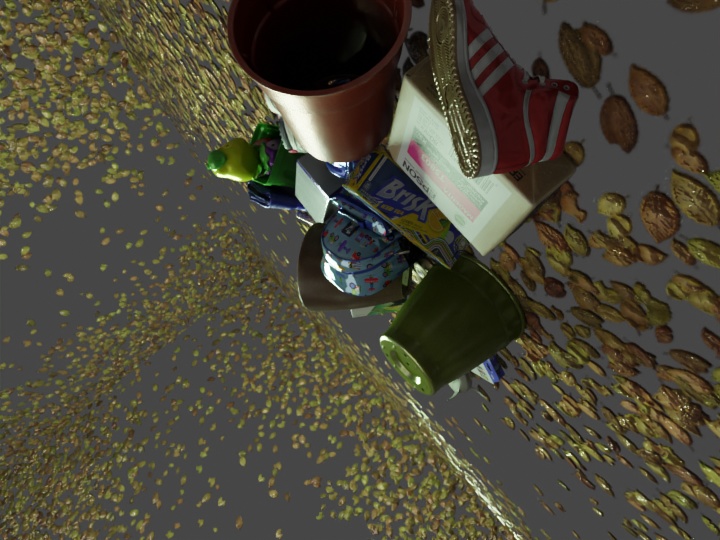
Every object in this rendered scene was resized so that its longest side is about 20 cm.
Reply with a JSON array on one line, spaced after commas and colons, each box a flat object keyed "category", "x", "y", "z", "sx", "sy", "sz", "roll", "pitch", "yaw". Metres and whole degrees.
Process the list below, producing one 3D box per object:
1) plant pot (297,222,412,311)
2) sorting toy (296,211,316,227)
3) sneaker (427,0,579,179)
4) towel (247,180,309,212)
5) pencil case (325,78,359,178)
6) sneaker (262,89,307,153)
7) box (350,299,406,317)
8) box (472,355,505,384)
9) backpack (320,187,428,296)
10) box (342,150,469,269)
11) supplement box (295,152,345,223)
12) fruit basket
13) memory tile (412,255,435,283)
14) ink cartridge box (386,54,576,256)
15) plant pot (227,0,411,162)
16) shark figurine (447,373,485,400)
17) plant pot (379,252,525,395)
[{"category": "plant pot", "x": 0.000, "y": 0.000, "z": 1.032, "sx": 0.198, "sy": 0.188, "sz": 0.187, "roll": 4, "pitch": 146, "yaw": 19}, {"category": "sorting toy", "x": -0.044, "y": -0.076, "z": 1.242, "sx": 0.185, "sy": 0.037, "sz": 0.200, "roll": 27, "pitch": 172, "yaw": 35}, {"category": "sneaker", "x": 0.135, "y": -0.190, "z": 0.483, "sx": 0.071, "sy": 0.112, "sz": 0.202, "roll": 125, "pitch": 135, "yaw": -78}, {"category": "towel", "x": -0.159, "y": -0.166, "z": 1.214, "sx": 0.148, "sy": 0.199, "sz": 0.050, "roll": 35, "pitch": 116, "yaw": 50}, {"category": "pencil case", "x": -0.021, "y": -0.222, "z": 0.827, "sx": 0.200, "sy": 0.077, "sz": 0.087, "roll": 100, "pitch": 158, "yaw": -72}, {"category": "sneaker", "x": -0.122, "y": -0.312, "z": 0.958, "sx": 0.074, "sy": 0.081, "sz": 0.201, "roll": 11, "pitch": 148, "yaw": 24}, {"category": "box", "x": 0.040, "y": 0.055, "z": 1.224, "sx": 0.200, "sy": 0.143, "sz": 0.037, "roll": 80, "pitch": -178, "yaw": -65}, {"category": "box", "x": 0.233, "y": 0.169, "z": 1.107, "sx": 0.200, "sy": 0.041, "sz": 0.119, "roll": 22, "pitch": 148, "yaw": 59}, {"category": "backpack", "x": 0.016, "y": -0.063, "z": 0.865, "sx": 0.182, "sy": 0.200, "sz": 0.135, "roll": 39, "pitch": 162, "yaw": 41}, {"category": "box", "x": 0.073, "y": -0.089, "z": 0.743, "sx": 0.200, "sy": 0.070, "sz": 0.064, "roll": 35, "pitch": -177, "yaw": -26}, {"category": "supplement box", "x": -0.065, "y": -0.178, "z": 1.036, "sx": 0.104, "sy": 0.101, "sz": 0.200, "roll": 50, "pitch": 166, "yaw": 4}, {"category": "fruit basket", "x": -0.240, "y": -0.266, "z": 1.155, "sx": 0.214, "sy": 0.156, "sz": 0.216, "roll": 21, "pitch": -175, "yaw": -2}, {"category": "memory tile", "x": 0.145, "y": 0.021, "z": 1.054, "sx": 0.200, "sy": 0.017, "sz": 0.153, "roll": 51, "pitch": 166, "yaw": -1}, {"category": "ink cartridge box", "x": 0.128, "y": -0.133, "z": 0.599, "sx": 0.200, "sy": 0.075, "sz": 0.165, "roll": 48, "pitch": 165, "yaw": 10}, {"category": "plant pot", "x": -0.035, "y": -0.246, "z": 0.627, "sx": 0.201, "sy": 0.201, "sz": 0.195, "roll": 47, "pitch": 174, "yaw": 16}, {"category": "shark figurine", "x": 0.241, "y": 0.283, "z": 1.274, "sx": 0.128, "sy": 0.089, "sz": 0.215, "roll": 40, "pitch": 164, "yaw": 32}, {"category": "plant pot", "x": 0.142, "y": 0.104, "z": 0.874, "sx": 0.200, "sy": 0.193, "sz": 0.201, "roll": 44, "pitch": 161, "yaw": 20}]
